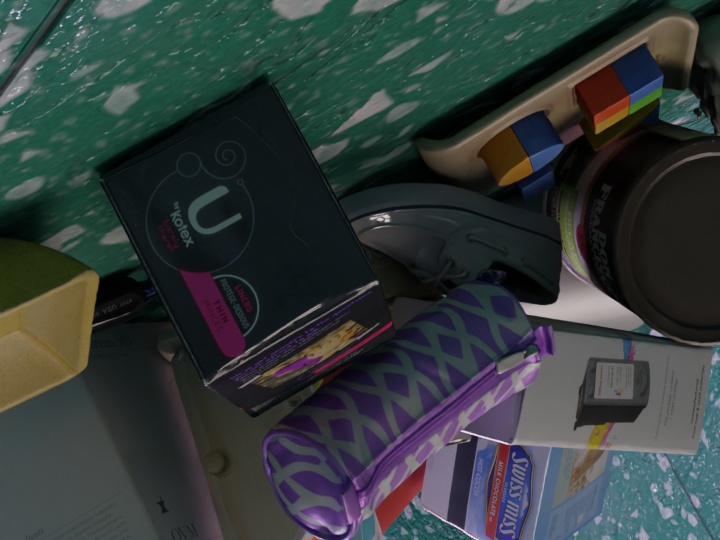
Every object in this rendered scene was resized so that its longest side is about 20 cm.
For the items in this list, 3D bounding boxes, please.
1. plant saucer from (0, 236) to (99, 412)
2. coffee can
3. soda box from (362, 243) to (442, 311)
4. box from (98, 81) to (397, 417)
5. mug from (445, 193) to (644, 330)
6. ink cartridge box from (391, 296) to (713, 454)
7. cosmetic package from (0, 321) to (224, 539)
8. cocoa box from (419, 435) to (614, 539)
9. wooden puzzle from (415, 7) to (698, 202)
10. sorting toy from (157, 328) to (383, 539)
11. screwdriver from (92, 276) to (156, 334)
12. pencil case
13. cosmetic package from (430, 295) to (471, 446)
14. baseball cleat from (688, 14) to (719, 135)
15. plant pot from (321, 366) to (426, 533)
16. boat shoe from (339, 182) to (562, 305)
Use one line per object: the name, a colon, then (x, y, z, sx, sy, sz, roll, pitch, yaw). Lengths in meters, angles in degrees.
plant saucer: (-0.241, 0.051, 0.876, 0.198, 0.049, 0.200, -25, 168, -18)
coffee can: (0.232, -0.037, 1.245, 0.145, 0.147, 0.200, -28, -167, -3)
soda box: (0.000, 0.000, 1.204, 0.199, 0.068, 0.064, -19, 166, -44)
box: (-0.055, -0.003, 0.907, 0.105, 0.123, 0.200, -29, 169, -2)
mug: (0.149, 0.005, 1.434, 0.152, 0.151, 0.187, -15, 158, -24)
ink cartridge box: (0.133, 0.076, 1.182, 0.199, 0.087, 0.147, 7, -178, -40)
cosmetic package: (-0.156, 0.148, 1.126, 0.122, 0.201, 0.199, -32, 169, 17)
cocoa box: (0.153, 0.141, 1.508, 0.133, 0.131, 0.202, -25, 131, -45)
wooden puzzle: (0.143, -0.100, 1.149, 0.198, 0.047, 0.185, -27, 170, 4)
sorting toy: (-0.034, 0.138, 1.126, 0.106, 0.201, 0.180, -27, 149, 9)
screwdriver: (-0.108, -0.003, 1.044, 0.199, 0.029, 0.028, -28, 170, -27)
pencil case: (0.031, 0.083, 1.004, 0.085, 0.085, 0.199, 18, -137, 42)
cosmetic package: (0.041, 0.068, 1.328, 0.070, 0.106, 0.200, -10, -168, 1)
baseball cleat: (0.297, -0.157, 1.247, 0.106, 0.070, 0.200, -31, 170, 7)
plant pot: (0.009, 0.143, 1.602, 0.177, 0.201, 0.200, -38, 170, -3)
boat shoe: (0.071, -0.015, 1.173, 0.198, 0.066, 0.073, 8, 156, -33)
